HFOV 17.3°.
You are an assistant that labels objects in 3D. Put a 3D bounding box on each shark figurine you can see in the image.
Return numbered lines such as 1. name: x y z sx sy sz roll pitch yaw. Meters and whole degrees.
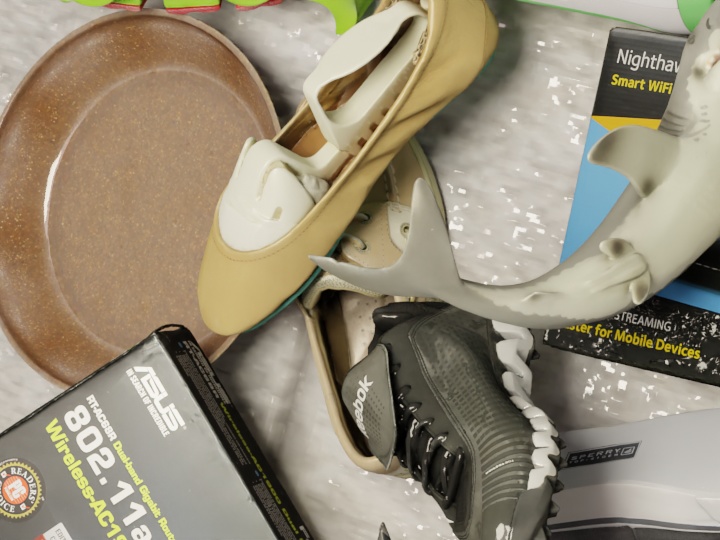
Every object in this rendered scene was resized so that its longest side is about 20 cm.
1. shark figurine: 0.095 -0.012 1.005 0.129 0.214 0.089 63 157 -7

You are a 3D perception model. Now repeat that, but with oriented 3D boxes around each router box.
1. router box: 0.190 -0.017 1.037 0.199 0.051 0.150 12 90 31
2. router box: -0.100 0.149 1.137 0.149 0.062 0.201 -33 84 10

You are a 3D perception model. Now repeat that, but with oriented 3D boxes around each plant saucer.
1. plant saucer: -0.111 -0.032 1.214 0.199 0.037 0.202 -5 80 32

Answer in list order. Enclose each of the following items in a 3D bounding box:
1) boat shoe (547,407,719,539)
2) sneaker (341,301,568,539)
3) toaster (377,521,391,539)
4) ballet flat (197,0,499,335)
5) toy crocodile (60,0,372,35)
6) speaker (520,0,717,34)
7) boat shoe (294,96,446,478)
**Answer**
1. boat shoe: 0.134 0.110 1.048 0.199 0.072 0.068 -10 116 29
2. sneaker: 0.036 0.070 1.023 0.090 0.200 0.067 8 118 -6
3. toaster: 0.061 0.242 1.041 0.180 0.118 0.201 29 99 28
4. ballet flat: -0.020 -0.060 1.096 0.200 0.063 0.069 -50 48 3
5. toy crocodile: -0.090 -0.155 1.184 0.198 0.062 0.068 2 40 10
6. speaker: 0.088 -0.164 1.095 0.199 0.088 0.089 15 92 30
7. boat shoe: 0.000 0.000 1.135 0.072 0.065 0.201 -17 76 27
